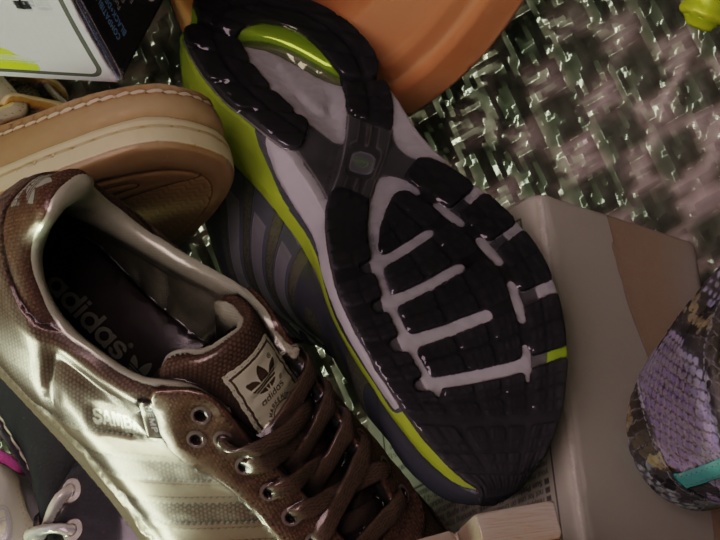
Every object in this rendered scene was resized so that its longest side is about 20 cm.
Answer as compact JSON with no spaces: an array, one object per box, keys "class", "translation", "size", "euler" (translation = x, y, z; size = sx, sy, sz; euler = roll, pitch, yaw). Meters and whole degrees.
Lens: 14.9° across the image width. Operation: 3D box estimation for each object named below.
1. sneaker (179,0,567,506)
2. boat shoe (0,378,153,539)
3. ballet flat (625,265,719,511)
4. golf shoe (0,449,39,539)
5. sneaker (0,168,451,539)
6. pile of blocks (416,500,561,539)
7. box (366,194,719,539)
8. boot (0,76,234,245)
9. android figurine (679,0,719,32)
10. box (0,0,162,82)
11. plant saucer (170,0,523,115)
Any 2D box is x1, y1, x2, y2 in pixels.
[{"class":"sneaker","translation":[0.000,0.000,0.869],"size":[0.200,0.074,0.081],"euler":[59,150,35]},{"class":"boat shoe","translation":[-0.068,0.091,0.854],"size":[0.060,0.074,0.200],"euler":[-33,82,-29]},{"class":"ballet flat","translation":[0.156,-0.010,0.845],"size":[0.072,0.072,0.201],"euler":[26,66,22]},{"class":"golf shoe","translation":[-0.147,0.082,0.960],"size":[0.075,0.092,0.200],"euler":[-50,33,-20]},{"class":"sneaker","translation":[-0.036,0.051,0.797],"size":[0.200,0.076,0.071],"euler":[40,62,0]},{"class":"pile of blocks","translation":[0.093,0.128,0.759],"size":[0.199,0.062,0.082],"euler":[24,70,-2]},{"class":"box","translation":[0.063,0.089,0.871],"size":[0.095,0.078,0.201],"euler":[-27,59,42]},{"class":"boot","translation":[-0.116,-0.070,0.909],"size":[0.200,0.073,0.156],"euler":[-21,59,45]},{"class":"android figurine","translation":[0.118,-0.170,0.822],"size":[0.182,0.041,0.201],"euler":[23,92,36]},{"class":"box","translation":[-0.097,-0.154,0.880],"size":[0.116,0.060,0.201],"euler":[4,52,26]},{"class":"plant saucer","translation":[-0.008,-0.148,0.943],"size":[0.200,0.037,0.201],"euler":[-12,73,45]}]
